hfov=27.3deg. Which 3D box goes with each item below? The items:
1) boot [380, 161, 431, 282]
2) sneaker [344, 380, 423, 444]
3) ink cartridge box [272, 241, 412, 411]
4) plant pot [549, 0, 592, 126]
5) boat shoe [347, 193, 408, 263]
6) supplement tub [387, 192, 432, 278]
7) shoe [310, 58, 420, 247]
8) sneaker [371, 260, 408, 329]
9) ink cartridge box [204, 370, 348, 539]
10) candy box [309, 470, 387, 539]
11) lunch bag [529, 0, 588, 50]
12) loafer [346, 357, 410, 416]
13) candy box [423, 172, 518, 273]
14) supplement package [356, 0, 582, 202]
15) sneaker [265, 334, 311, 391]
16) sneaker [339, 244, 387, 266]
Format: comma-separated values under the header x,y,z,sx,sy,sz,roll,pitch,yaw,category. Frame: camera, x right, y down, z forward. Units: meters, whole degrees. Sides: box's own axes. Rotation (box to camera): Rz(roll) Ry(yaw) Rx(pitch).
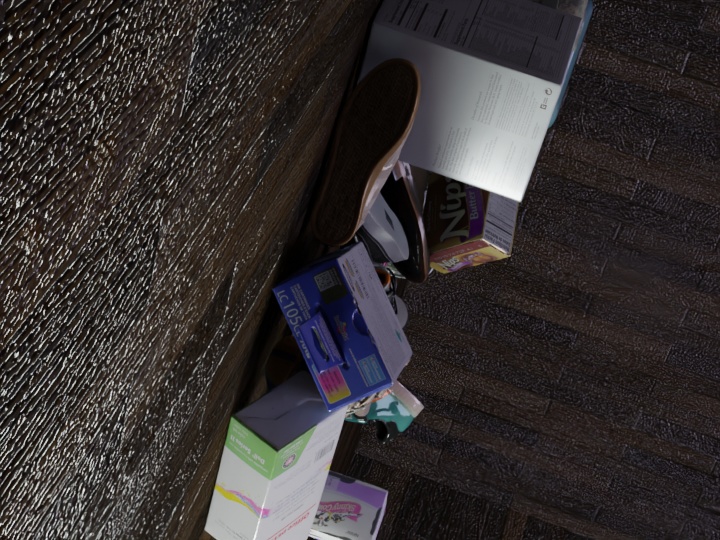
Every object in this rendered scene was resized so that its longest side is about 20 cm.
x,y,z,sx,sy,sz,roll,pitch,yaw,category
0.062,-0.089,1.721,0.097,0.074,0.201,-43,128,-38,boot
-0.007,0.148,1.879,0.080,0.200,0.071,-52,-154,-7,sneaker
-0.017,0.053,1.467,0.200,0.076,0.137,-43,109,-81,ink cartridge box
0.184,-0.285,1.849,0.200,0.195,0.197,-136,-116,-75,plant pot
-0.004,-0.055,1.609,0.200,0.063,0.071,55,22,-57,boat shoe
0.070,-0.101,2.024,0.123,0.122,0.201,-61,169,-66,supplement tub
0.003,-0.121,1.485,0.201,0.070,0.053,-64,177,11,shoe
0.013,0.032,1.649,0.200,0.079,0.074,28,42,-61,sneaker
-0.090,0.215,1.504,0.117,0.067,0.201,-30,144,-47,ink cartridge box
-0.056,0.273,1.735,0.200,0.167,0.072,91,18,-77,candy box
0.160,-0.347,1.625,0.164,0.199,0.118,96,9,-56,lunch bag
-0.019,0.147,1.682,0.199,0.063,0.072,-32,-172,21,loafer
0.136,-0.105,1.775,0.116,0.056,0.201,-15,-124,48,candy box
0.107,-0.201,1.552,0.151,0.199,0.152,-66,174,-50,supplement package
-0.062,0.114,1.619,0.089,0.075,0.200,-67,174,21,sneaker
0.000,0.000,1.762,0.095,0.079,0.201,-114,-141,-73,sneaker
